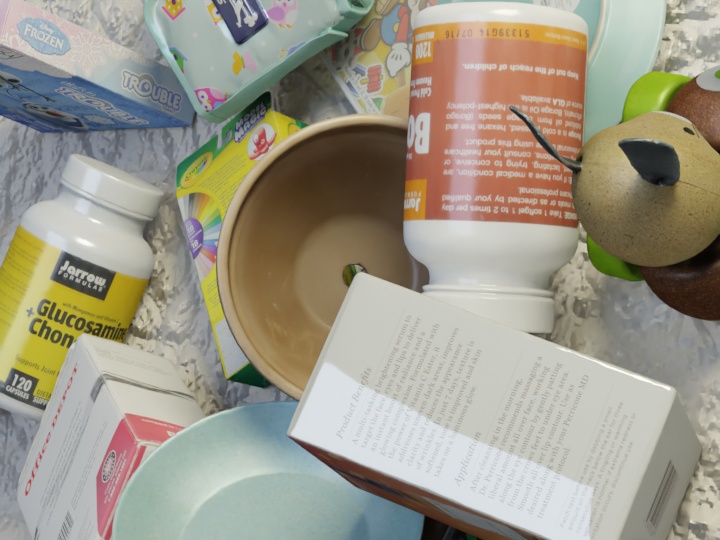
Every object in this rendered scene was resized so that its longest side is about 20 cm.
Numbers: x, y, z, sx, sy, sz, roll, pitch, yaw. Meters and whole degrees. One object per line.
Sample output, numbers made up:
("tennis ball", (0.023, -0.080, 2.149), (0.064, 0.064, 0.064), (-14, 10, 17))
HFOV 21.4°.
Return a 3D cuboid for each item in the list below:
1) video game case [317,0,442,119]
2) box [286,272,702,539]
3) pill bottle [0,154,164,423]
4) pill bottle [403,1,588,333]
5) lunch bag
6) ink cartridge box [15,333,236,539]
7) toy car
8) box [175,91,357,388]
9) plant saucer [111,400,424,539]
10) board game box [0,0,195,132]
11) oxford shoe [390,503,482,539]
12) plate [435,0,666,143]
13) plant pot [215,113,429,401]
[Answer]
("video game case", (0.065, -0.166, 1.361), (0.182, 0.023, 0.200), (-48, 50, 20))
("box", (0.083, 0.100, 1.119), (0.200, 0.152, 0.106), (20, 79, 21))
("pill bottle", (-0.231, 0.015, 1.513), (0.112, 0.112, 0.200), (29, 97, 44))
("pill bottle", (0.084, -0.062, 1.201), (0.112, 0.112, 0.200), (1, 88, 43))
("lunch bag", (-0.072, -0.226, 1.428), (0.170, 0.122, 0.200), (-32, 49, 32))
("ink cartridge box", (-0.173, 0.152, 1.373), (0.146, 0.085, 0.200), (-67, 27, 11))
("toy car", (0.178, -0.063, 1.101), (0.164, 0.200, 0.158), (15, 87, 44))
("box", (-0.072, -0.026, 1.427), (0.117, 0.048, 0.200), (-36, 57, 30))
("plant saucer", (-0.057, 0.169, 1.220), (0.201, 0.039, 0.201), (-5, 43, 4))
("board game box", (-0.268, -0.162, 1.541), (0.199, 0.200, 0.043), (1, 76, 43))
("oxford shoe", (0.053, 0.174, 1.237), (0.084, 0.073, 0.200), (5, 68, 46))
("plate", (0.115, -0.163, 1.284), (0.200, 0.026, 0.200), (-15, 68, 39))
("plant pot", (0.000, 0.000, 1.290), (0.093, 0.201, 0.201), (147, 135, -80))
